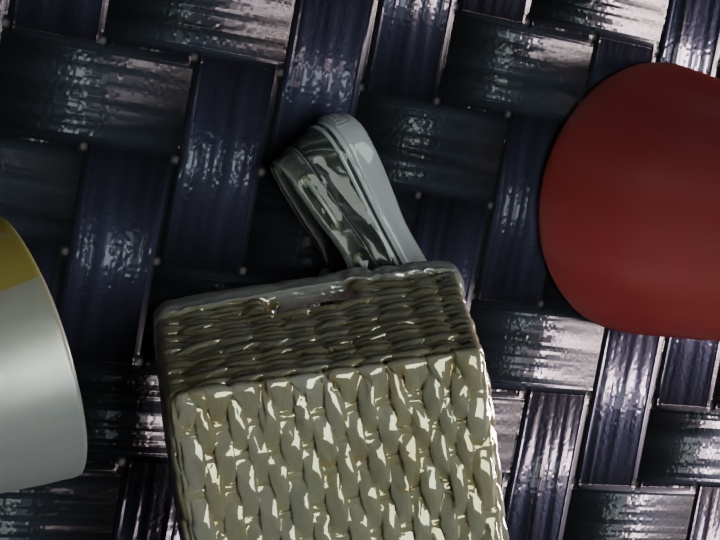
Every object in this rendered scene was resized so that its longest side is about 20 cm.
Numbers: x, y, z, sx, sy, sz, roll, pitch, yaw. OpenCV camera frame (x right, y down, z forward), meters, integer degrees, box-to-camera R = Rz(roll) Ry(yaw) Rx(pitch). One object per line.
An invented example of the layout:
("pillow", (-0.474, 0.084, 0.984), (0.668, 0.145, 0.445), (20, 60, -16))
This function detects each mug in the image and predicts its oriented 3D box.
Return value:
("mug", (-0.252, 0.051, 1.091), (0.152, 0.187, 0.150), (-19, 144, -21))

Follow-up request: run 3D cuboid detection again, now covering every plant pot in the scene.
("plant pot", (0.251, -0.035, 1.377), (0.199, 0.177, 0.202), (-9, 106, -33))

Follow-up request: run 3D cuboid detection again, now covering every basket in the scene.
("basket", (-0.015, 0.116, 1.196), (0.196, 0.161, 0.202), (-8, 106, -5))

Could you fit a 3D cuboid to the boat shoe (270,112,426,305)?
("boat shoe", (0.000, 0.000, 1.285), (0.071, 0.072, 0.201), (-31, 107, -16))
